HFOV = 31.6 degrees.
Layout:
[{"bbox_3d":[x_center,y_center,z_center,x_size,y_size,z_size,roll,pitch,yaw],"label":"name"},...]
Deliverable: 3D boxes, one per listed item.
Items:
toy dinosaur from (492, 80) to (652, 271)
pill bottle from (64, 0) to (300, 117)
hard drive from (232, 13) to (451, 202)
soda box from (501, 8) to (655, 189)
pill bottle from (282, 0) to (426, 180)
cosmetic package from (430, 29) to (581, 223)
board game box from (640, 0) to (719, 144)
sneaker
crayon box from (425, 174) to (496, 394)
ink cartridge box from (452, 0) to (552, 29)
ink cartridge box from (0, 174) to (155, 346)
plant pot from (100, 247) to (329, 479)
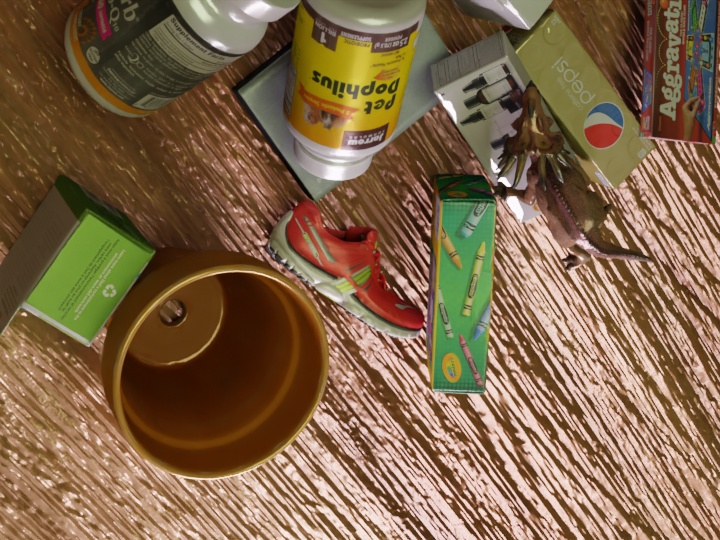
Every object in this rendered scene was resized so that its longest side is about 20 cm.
[{"bbox_3d":[0.194,-0.070,1.221,0.086,0.136,0.200,-39,79,0],"label":"toy dinosaur"},{"bbox_3d":[-0.151,-0.221,1.089,0.199,0.117,0.116,-26,122,34],"label":"pill bottle"},{"bbox_3d":[-0.009,-0.184,1.257,0.200,0.033,0.140,-40,116,-7],"label":"hard drive"},{"bbox_3d":[0.221,-0.181,1.335,0.068,0.064,0.200,-45,117,-4],"label":"soda box"},{"bbox_3d":[-0.011,-0.179,1.144,0.108,0.110,0.201,-9,141,-19],"label":"pill bottle"},{"bbox_3d":[0.152,-0.140,1.288,0.082,0.051,0.200,-23,130,20],"label":"cosmetic package"},{"bbox_3d":[0.343,-0.239,1.357,0.102,0.019,0.202,1,92,-33],"label":"board game box"},{"bbox_3d":[0.000,0.000,1.290,0.200,0.077,0.085,35,91,-27],"label":"sneaker"},{"bbox_3d":[0.101,0.012,1.306,0.058,0.119,0.202,2,106,0],"label":"crayon box"},{"bbox_3d":[0.143,-0.354,1.206,0.144,0.145,0.200,38,89,-27],"label":"ink cartridge box"},{"bbox_3d":[-0.284,0.028,1.144,0.076,0.148,0.201,33,92,-27],"label":"ink cartridge box"},{"bbox_3d":[-0.155,0.063,1.182,0.199,0.183,0.202,-9,112,-23],"label":"plant pot"}]
